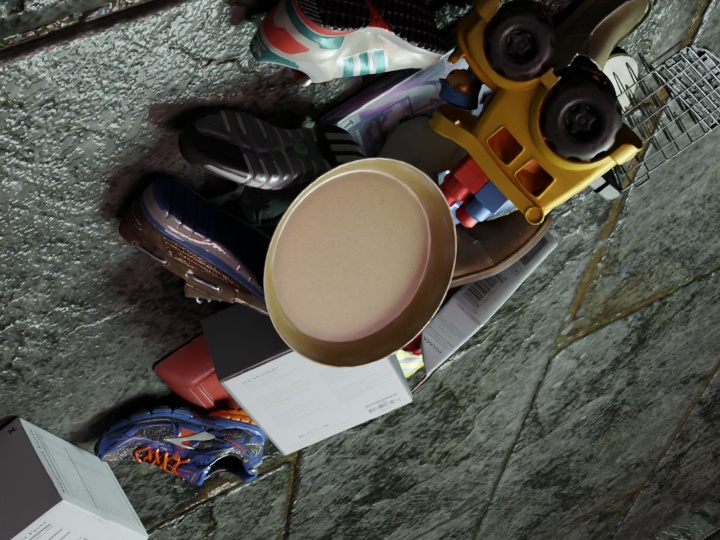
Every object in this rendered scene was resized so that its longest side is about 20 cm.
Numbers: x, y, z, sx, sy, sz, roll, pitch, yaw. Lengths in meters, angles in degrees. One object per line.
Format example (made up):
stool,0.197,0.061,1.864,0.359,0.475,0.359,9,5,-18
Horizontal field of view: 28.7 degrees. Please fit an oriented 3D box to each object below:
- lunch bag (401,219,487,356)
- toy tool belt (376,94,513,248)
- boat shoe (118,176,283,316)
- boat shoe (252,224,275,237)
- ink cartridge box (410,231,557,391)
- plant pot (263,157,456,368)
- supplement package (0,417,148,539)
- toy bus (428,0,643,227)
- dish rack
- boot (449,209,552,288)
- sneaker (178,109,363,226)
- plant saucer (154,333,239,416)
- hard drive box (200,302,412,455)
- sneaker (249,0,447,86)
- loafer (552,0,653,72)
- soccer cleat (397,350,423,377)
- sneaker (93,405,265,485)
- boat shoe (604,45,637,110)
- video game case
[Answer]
lunch bag,0.082,0.006,1.596,0.176,0.082,0.200,-48,161,2
toy tool belt,0.114,-0.089,1.409,0.199,0.123,0.125,-19,149,-30
boat shoe,-0.135,-0.010,1.297,0.072,0.073,0.200,-34,123,28
boat shoe,-0.062,-0.024,1.398,0.199,0.068,0.072,-19,153,-26
ink cartridge box,0.117,0.043,1.560,0.163,0.057,0.200,-44,-179,-37
plant pot,-0.003,-0.009,1.288,0.199,0.027,0.201,-11,114,-25
supplement package,-0.332,0.252,1.488,0.109,0.114,0.200,-37,152,1
toy bus,0.130,-0.137,1.289,0.192,0.200,0.136,-41,-174,17
dish rack,0.294,-0.163,1.476,0.200,0.055,0.153,-36,140,21
boot,0.102,-0.029,1.454,0.199,0.074,0.076,-26,108,-2
sneaker,-0.097,-0.080,1.274,0.199,0.075,0.115,3,146,-41
plant saucer,-0.113,0.102,1.589,0.199,0.037,0.200,-34,154,-5
hard drive box,-0.050,0.093,1.433,0.155,0.077,0.200,-23,148,3
sneaker,-0.012,-0.198,1.203,0.093,0.071,0.199,-32,162,35
loafer,0.225,-0.219,1.419,0.200,0.067,0.076,-37,155,-14
soccer cleat,0.017,0.106,1.719,0.199,0.065,0.084,-31,151,-9
sneaker,-0.194,0.197,1.557,0.199,0.079,0.075,0,151,-21
boat shoe,0.239,-0.171,1.536,0.073,0.063,0.202,0,141,-18
video game case,0.056,-0.159,1.385,0.199,0.019,0.143,-32,153,-5
